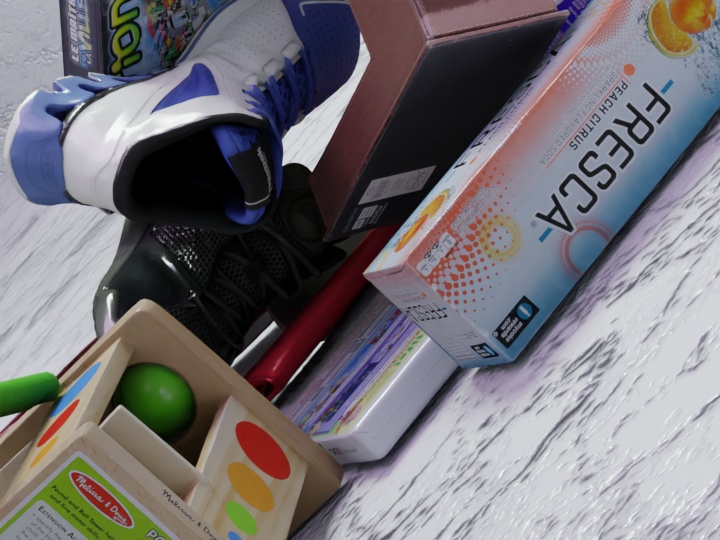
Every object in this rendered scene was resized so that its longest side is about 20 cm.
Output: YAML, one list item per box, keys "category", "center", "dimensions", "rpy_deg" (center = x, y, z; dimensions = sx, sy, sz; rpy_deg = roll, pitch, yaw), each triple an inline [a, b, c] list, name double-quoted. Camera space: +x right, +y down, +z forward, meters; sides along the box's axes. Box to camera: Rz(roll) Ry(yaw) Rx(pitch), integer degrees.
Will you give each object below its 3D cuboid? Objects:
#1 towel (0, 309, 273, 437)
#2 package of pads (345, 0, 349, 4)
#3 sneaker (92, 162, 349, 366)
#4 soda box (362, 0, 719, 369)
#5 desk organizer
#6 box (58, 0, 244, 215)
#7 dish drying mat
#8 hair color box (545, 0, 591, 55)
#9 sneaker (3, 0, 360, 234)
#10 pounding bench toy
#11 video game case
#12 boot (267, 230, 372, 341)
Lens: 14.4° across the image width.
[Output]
- category: "towel"
  center: [-0.111, 0.051, 1.621]
  dimensions: [0.144, 0.023, 0.200]
  rpy_deg: [-43, -14, 24]
- category: "package of pads"
  center: [0.049, -0.213, 1.447]
  dimensions: [0.200, 0.068, 0.155]
  rpy_deg: [-29, 21, -7]
- category: "sneaker"
  center: [-0.069, 0.005, 1.439]
  dimensions: [0.114, 0.076, 0.199]
  rpy_deg: [-27, 24, 20]
- category: "soda box"
  center: [0.093, -0.052, 1.262]
  dimensions: [0.200, 0.068, 0.064]
  rpy_deg: [-49, 10, -15]
- category: "desk organizer"
  center: [0.024, -0.097, 1.355]
  dimensions: [0.072, 0.077, 0.200]
  rpy_deg: [-14, -20, -21]
- category: "box"
  center: [-0.100, -0.136, 1.445]
  dimensions: [0.110, 0.035, 0.200]
  rpy_deg: [-29, -44, -32]
- category: "dish drying mat"
  center: [0.000, 0.000, 1.473]
  dimensions: [0.200, 0.018, 0.077]
  rpy_deg: [-49, 2, -29]
- category: "hair color box"
  center: [0.149, -0.150, 1.412]
  dimensions: [0.200, 0.065, 0.109]
  rpy_deg: [-37, 13, 40]
- category: "sneaker"
  center: [-0.063, -0.067, 1.405]
  dimensions: [0.199, 0.081, 0.115]
  rpy_deg: [-28, 38, -33]
- category: "pounding bench toy"
  center: [-0.127, 0.090, 1.258]
  dimensions: [0.124, 0.200, 0.156]
  rpy_deg: [-43, 12, 23]
- category: "video game case"
  center: [0.034, 0.016, 1.378]
  dimensions: [0.200, 0.022, 0.182]
  rpy_deg: [-50, 11, -17]
- category: "boot"
  center: [0.000, -0.020, 1.579]
  dimensions: [0.076, 0.074, 0.200]
  rpy_deg: [101, -169, -46]
